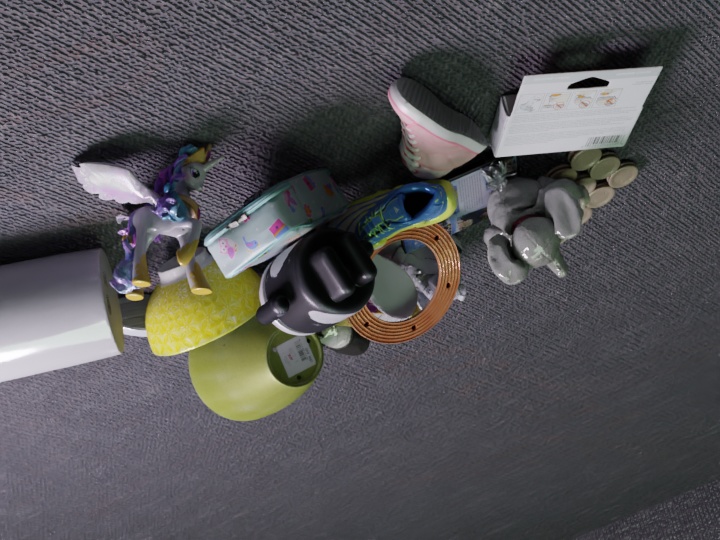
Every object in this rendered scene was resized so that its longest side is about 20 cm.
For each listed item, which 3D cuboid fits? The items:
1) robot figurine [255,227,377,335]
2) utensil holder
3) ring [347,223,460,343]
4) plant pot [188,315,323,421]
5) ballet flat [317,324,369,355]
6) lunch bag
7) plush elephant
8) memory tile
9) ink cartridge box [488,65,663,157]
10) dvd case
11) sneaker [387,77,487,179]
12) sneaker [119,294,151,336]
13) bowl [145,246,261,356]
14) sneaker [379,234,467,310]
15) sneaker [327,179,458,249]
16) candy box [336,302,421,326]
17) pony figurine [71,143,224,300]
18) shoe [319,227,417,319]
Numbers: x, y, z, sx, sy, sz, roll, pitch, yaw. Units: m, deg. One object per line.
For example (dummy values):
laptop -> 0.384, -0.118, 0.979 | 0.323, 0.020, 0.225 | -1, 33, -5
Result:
robot figurine -> -0.059, 0.014, 1.488 | 0.149, 0.126, 0.200 | 10, 159, -26
utensil holder -> -0.455, 0.065, 1.588 | 0.198, 0.171, 0.170 | -11, 150, -5
ring -> 0.058, 0.014, 1.639 | 0.199, 0.019, 0.202 | -10, 114, -23
plant pot -> -0.138, 0.130, 1.654 | 0.185, 0.189, 0.200 | 5, 171, -27
ballet flat -> -0.071, 0.077, 1.753 | 0.199, 0.068, 0.068 | 37, 103, -8
lunch bag -> -0.118, -0.066, 1.500 | 0.160, 0.078, 0.200 | -30, 180, 28
plush elephant -> 0.254, -0.057, 1.597 | 0.164, 0.156, 0.200 | -33, 142, 20
memory tile -> 0.322, -0.115, 1.705 | 0.152, 0.017, 0.200 | 14, 133, -40
ink cartridge box -> 0.288, -0.228, 1.499 | 0.198, 0.044, 0.174 | -6, 149, -11
dvd case -> 0.146, -0.105, 1.639 | 0.198, 0.018, 0.143 | -23, 148, -4
sneaker -> 0.079, -0.178, 1.469 | 0.104, 0.076, 0.200 | -35, 148, 25
sneaker -> -0.314, 0.085, 1.769 | 0.198, 0.074, 0.071 | 2, 144, -24
bowl -> -0.244, 0.030, 1.645 | 0.198, 0.200, 0.108 | -20, 107, 13
sneaker -> 0.078, -0.004, 1.725 | 0.198, 0.116, 0.075 | 3, 147, -25
sneaker -> 0.033, -0.082, 1.519 | 0.198, 0.076, 0.105 | -22, 171, 13
candy box -> -0.005, 0.027, 1.745 | 0.198, 0.118, 0.056 | 7, 147, -31
pony figurine -> -0.271, -0.067, 1.446 | 0.191, 0.202, 0.167 | -5, 158, 19
shoe -> 0.000, 0.000, 1.675 | 0.200, 0.072, 0.091 | 39, 168, -34
